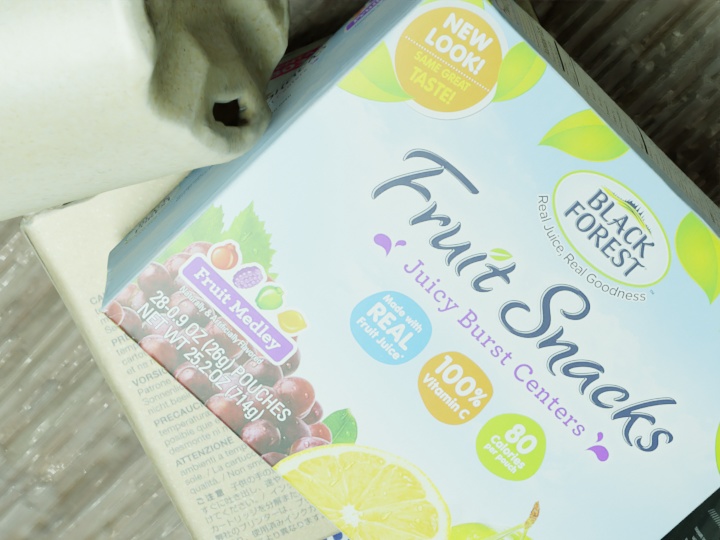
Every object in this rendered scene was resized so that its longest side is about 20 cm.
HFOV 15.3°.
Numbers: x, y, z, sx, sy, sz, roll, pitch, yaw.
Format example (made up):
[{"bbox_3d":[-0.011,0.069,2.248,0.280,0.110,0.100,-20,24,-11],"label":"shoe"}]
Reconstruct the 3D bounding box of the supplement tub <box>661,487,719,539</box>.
[{"bbox_3d":[0.164,0.122,1.041,0.122,0.123,0.200,25,122,-4],"label":"supplement tub"}]

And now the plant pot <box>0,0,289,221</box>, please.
[{"bbox_3d":[-0.130,-0.093,0.884,0.183,0.201,0.201,-7,119,21],"label":"plant pot"}]

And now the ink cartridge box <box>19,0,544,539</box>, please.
[{"bbox_3d":[0.000,0.000,0.996,0.200,0.075,0.165,-23,107,7],"label":"ink cartridge box"}]

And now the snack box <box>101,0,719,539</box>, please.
[{"bbox_3d":[0.039,0.014,0.927,0.169,0.068,0.200,-42,107,11],"label":"snack box"}]

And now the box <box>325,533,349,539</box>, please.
[{"bbox_3d":[0.014,0.080,1.102,0.121,0.032,0.200,-9,117,16],"label":"box"}]
